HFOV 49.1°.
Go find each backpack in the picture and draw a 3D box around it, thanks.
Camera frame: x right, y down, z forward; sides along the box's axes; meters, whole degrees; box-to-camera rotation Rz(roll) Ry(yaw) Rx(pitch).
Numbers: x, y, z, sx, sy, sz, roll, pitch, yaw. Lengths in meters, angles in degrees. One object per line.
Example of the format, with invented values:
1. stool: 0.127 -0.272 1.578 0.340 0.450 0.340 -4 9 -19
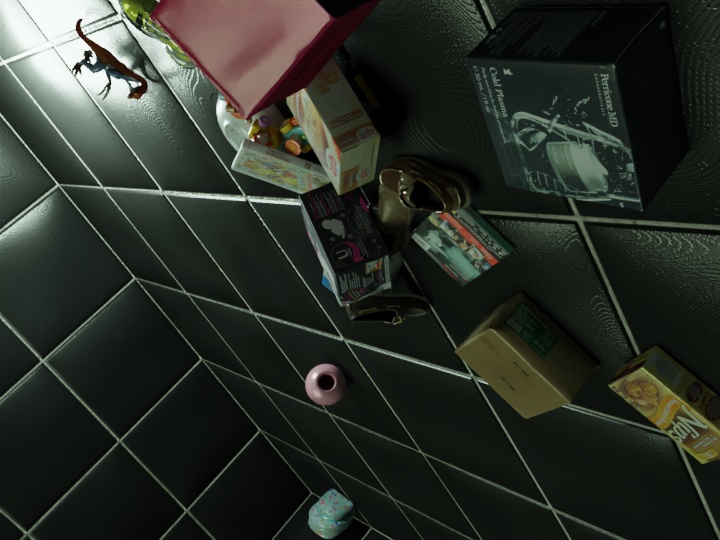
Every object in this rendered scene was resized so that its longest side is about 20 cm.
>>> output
1. backpack: -0.136 1.112 3.593 0.177 0.200 0.151 31 133 29

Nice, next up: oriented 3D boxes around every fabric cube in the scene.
1. fabric cube: -0.123 -0.363 1.076 0.196 0.200 0.199 47 125 -5

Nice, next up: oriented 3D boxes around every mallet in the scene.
1. mallet: -0.007 -0.298 1.249 0.200 0.066 0.041 51 143 -13

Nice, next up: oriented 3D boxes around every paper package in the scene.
1. paper package: 0.305 0.163 1.467 0.200 0.103 0.191 44 155 2

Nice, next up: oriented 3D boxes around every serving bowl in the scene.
1. serving bowl: -0.226 -0.285 1.617 0.200 0.066 0.200 35 154 20

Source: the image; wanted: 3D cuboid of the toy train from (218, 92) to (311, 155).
1. toy train: -0.169 -0.275 1.470 0.199 0.056 0.150 13 146 14

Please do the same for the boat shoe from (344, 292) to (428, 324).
1. boat shoe: 0.058 0.082 1.639 0.072 0.200 0.060 -41 50 47

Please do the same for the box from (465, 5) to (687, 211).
1. box: 0.258 -0.196 0.935 0.196 0.124 0.200 16 144 43

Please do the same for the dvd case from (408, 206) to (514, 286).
1. dvd case: 0.176 -0.052 1.419 0.146 0.022 0.200 44 155 1

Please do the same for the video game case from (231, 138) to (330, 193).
1. video game case: -0.158 -0.199 1.563 0.182 0.023 0.200 18 170 -13

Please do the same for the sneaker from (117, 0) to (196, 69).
1. sneaker: -0.382 -0.486 1.539 0.200 0.076 0.076 38 150 -14

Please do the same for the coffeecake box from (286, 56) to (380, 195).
1. coffeecake box: -0.049 -0.248 1.287 0.200 0.073 0.154 60 168 16

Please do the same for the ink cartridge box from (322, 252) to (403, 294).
1. ink cartridge box: 0.000 0.000 1.701 0.146 0.084 0.200 37 156 13

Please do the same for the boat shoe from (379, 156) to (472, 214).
1. boat shoe: 0.095 -0.141 1.318 0.200 0.072 0.076 19 131 47

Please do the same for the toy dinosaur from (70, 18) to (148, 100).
1. toy dinosaur: -0.589 -0.474 1.860 0.181 0.105 0.200 11 132 18

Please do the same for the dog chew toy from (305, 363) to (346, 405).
1. dog chew toy: -0.108 0.359 2.422 0.124 0.125 0.200 40 163 8

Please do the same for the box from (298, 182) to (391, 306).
1. box: -0.030 -0.055 1.520 0.132 0.114 0.200 83 165 -58

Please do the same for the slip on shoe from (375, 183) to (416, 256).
1. slip on shoe: 0.056 -0.096 1.486 0.076 0.061 0.200 35 155 19

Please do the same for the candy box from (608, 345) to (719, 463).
1. candy box: 0.519 0.220 1.282 0.200 0.055 0.115 41 156 7
